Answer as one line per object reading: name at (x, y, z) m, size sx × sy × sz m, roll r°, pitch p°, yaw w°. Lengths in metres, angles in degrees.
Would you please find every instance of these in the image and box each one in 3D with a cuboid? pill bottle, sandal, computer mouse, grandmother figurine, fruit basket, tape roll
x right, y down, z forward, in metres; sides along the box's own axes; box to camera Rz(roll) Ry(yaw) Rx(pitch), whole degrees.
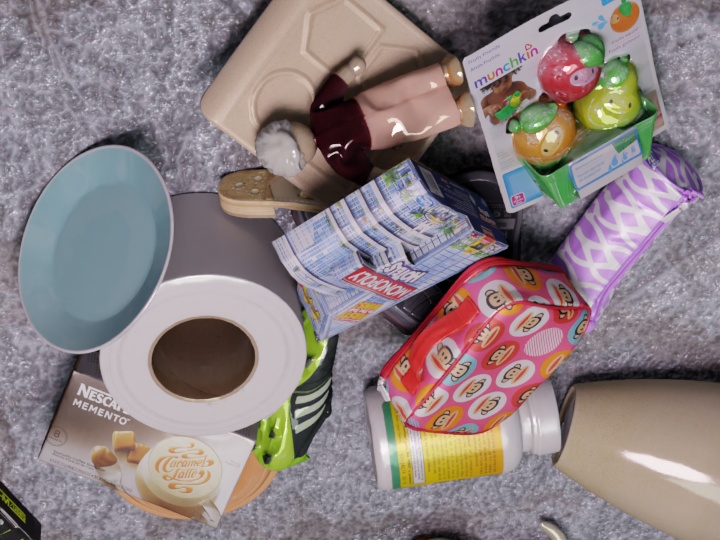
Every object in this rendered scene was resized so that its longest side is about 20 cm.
pill bottle at (0.109, 0.166, 1.880) m, size 0.199 × 0.113 × 0.113 m, roll -8°, pitch 127°, yaw -3°
sandal at (-0.035, -0.098, 1.684) m, size 0.211 × 0.078 × 0.070 m, roll -5°, pitch 130°, yaw 2°
computer mouse at (0.112, -0.036, 1.771) m, size 0.138 × 0.053 × 0.201 m, roll 3°, pitch 134°, yaw 0°
grandmother figurine at (0.002, -0.130, 1.589) m, size 0.199 × 0.122 × 0.061 m, roll -16°, pitch 161°, yaw -8°
fruit basket at (0.198, -0.160, 1.632) m, size 0.185 × 0.094 × 0.200 m, roll -29°, pitch 139°, yaw -9°
tape roll at (-0.157, 0.044, 1.733) m, size 0.202 × 0.139 × 0.203 m, roll -4°, pitch 126°, yaw -5°

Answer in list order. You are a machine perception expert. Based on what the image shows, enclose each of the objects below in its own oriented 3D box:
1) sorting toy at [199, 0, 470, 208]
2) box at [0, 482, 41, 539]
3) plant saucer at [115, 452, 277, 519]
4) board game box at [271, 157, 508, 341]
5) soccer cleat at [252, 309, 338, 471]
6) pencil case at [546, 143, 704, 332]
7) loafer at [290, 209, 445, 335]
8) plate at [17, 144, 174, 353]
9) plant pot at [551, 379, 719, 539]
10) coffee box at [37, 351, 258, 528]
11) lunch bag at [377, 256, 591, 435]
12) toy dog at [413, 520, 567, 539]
sorting toy at (-0.022, -0.165, 1.622) m, size 0.200 × 0.036 × 0.185 m, roll 36°, pitch 91°, yaw -20°
box at (-0.483, 0.275, 1.917) m, size 0.199 × 0.048 × 0.193 m, roll -28°, pitch 128°, yaw 11°
plant saucer at (-0.182, 0.198, 1.912) m, size 0.199 × 0.032 × 0.201 m, roll -4°, pitch 128°, yaw -6°
board game box at (0.011, -0.012, 1.629) m, size 0.199 × 0.062 × 0.200 m, roll -32°, pitch 161°, yaw 17°
soccer cleat at (-0.059, 0.121, 1.859) m, size 0.081 × 0.067 × 0.201 m, roll -5°, pitch 124°, yaw -46°
pencil case at (0.264, -0.036, 1.768) m, size 0.084 × 0.086 × 0.200 m, roll 1°, pitch 135°, yaw -44°
loafer at (0.000, 0.000, 1.758) m, size 0.200 × 0.072 × 0.063 m, roll 41°, pitch 146°, yaw -15°
plate at (-0.244, -0.019, 1.650) m, size 0.200 × 0.201 × 0.026 m, roll -40°, pitch 147°, yaw 20°
plant pot at (0.315, 0.192, 1.906) m, size 0.199 × 0.188 × 0.188 m, roll 15°, pitch 124°, yaw -3°
coffee box at (-0.217, 0.169, 1.818) m, size 0.199 × 0.080 × 0.115 m, roll 23°, pitch 109°, yaw -8°
lunch bag at (0.114, 0.078, 1.731) m, size 0.176 × 0.082 × 0.200 m, roll 6°, pitch 132°, yaw -46°
toy dog at (0.142, 0.376, 2.030) m, size 0.199 × 0.140 × 0.195 m, roll 16°, pitch 110°, yaw -20°
